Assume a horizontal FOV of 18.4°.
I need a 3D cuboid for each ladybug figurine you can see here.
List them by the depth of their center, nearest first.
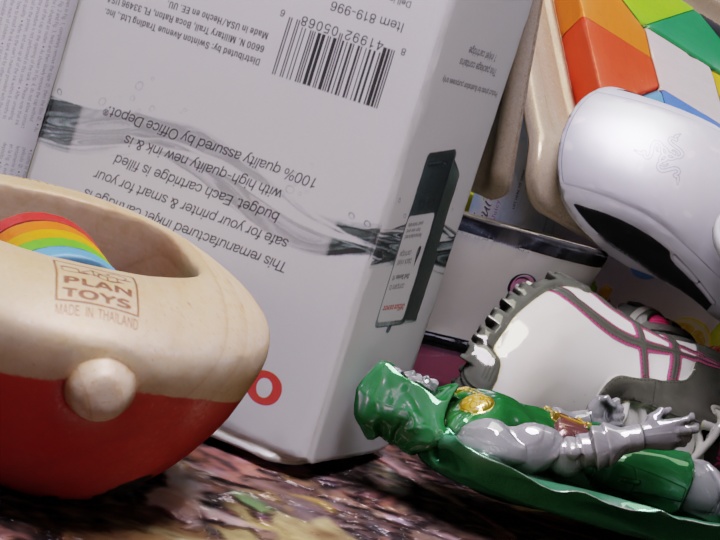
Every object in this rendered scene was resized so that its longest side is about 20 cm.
[{"bbox_3d":[-0.101,0.020,0.701,0.136,0.072,0.200,13,9,-15],"label":"ladybug figurine"}]

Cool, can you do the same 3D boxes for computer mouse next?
[{"bbox_3d":[0.166,-0.010,0.944,0.200,0.110,0.044,31,-20,-28],"label":"computer mouse"}]

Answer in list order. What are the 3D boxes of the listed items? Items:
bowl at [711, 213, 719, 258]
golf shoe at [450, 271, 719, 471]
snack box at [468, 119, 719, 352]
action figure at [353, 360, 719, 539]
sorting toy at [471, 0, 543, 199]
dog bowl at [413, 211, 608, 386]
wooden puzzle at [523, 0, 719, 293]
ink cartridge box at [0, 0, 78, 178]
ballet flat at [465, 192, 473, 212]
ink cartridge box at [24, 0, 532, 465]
[{"bbox_3d":[0.230,0.039,0.864,0.201,0.090,0.201,5,20,-2],"label":"bowl"},{"bbox_3d":[0.106,0.052,0.888,0.088,0.077,0.200,31,16,32],"label":"golf shoe"},{"bbox_3d":[0.148,-0.031,1.151,0.200,0.169,0.068,8,12,-45],"label":"snack box"},{"bbox_3d":[0.091,0.072,0.792,0.200,0.055,0.118,17,-2,-15],"label":"action figure"},{"bbox_3d":[-0.014,-0.138,0.872,0.200,0.185,0.036,21,25,29],"label":"sorting toy"},{"bbox_3d":[0.000,0.000,0.952,0.200,0.074,0.200,15,2,-1],"label":"dog bowl"},{"bbox_3d":[0.142,-0.078,1.016,0.185,0.037,0.200,27,42,-29],"label":"wooden puzzle"},{"bbox_3d":[-0.152,-0.098,0.913,0.084,0.200,0.176,15,9,-6],"label":"ink cartridge box"},{"bbox_3d":[0.051,-0.027,1.259,0.067,0.067,0.200,22,3,40],"label":"ballet flat"},{"bbox_3d":[-0.037,-0.045,0.816,0.147,0.200,0.083,21,7,23],"label":"ink cartridge box"}]
